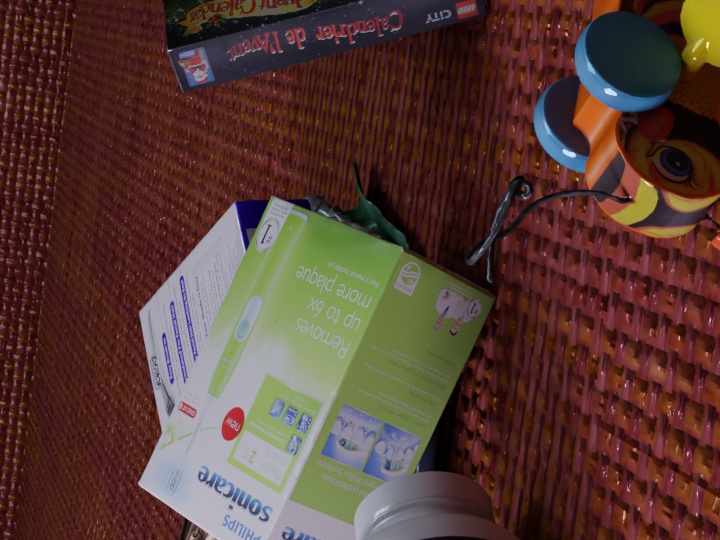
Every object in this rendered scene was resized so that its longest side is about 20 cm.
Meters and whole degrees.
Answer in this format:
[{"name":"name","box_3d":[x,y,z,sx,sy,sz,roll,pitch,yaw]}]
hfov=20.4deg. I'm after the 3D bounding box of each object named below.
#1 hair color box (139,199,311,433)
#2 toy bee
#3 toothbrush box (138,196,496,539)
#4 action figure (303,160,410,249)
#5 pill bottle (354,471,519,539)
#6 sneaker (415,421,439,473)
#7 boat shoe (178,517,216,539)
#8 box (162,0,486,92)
[{"name":"hair color box","box_3d":[-0.089,0.040,1.421,0.200,0.064,0.110,-42,56,54]},{"name":"toy bee","box_3d":[0.129,-0.057,0.888,0.201,0.108,0.131,-62,3,-14]},{"name":"toothbrush box","box_3d":[-0.029,0.073,1.204,0.145,0.086,0.201,24,89,53]},{"name":"action figure","box_3d":[0.000,0.000,1.376,0.200,0.054,0.119,-140,60,-66]},{"name":"pill bottle","box_3d":[0.045,0.206,1.027,0.113,0.112,0.201,112,158,-43]},{"name":"sneaker","box_3d":[-0.002,0.101,1.287,0.200,0.082,0.074,-158,77,-72]},{"name":"boat shoe","box_3d":[-0.125,0.149,1.716,0.072,0.072,0.201,-177,92,-74]},{"name":"box","box_3d":[-0.029,-0.194,1.281,0.137,0.199,0.038,-101,-4,-45]}]
